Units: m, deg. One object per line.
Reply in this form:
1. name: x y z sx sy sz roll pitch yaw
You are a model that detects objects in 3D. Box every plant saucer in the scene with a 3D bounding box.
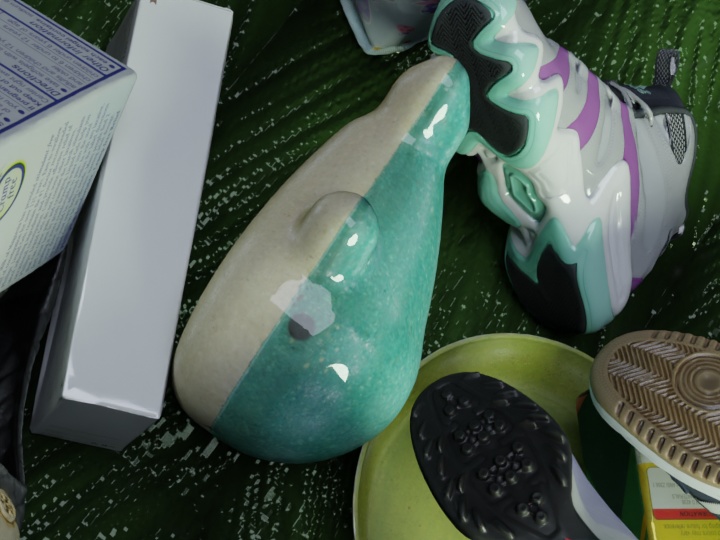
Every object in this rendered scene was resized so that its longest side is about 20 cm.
1. plant saucer: 0.079 0.131 1.024 0.199 0.031 0.202 10 67 -25

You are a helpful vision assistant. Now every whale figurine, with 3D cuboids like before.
1. whale figurine: 0.000 0.000 0.972 0.103 0.159 0.201 36 77 1

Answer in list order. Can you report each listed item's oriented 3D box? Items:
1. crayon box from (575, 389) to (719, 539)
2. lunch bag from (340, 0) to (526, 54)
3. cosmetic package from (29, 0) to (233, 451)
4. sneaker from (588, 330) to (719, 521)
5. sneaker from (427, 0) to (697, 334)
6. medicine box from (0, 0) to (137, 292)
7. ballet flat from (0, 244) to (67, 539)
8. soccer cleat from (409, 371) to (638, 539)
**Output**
1. crayon box: 0.180 0.152 1.023 0.126 0.051 0.202 4 69 -27
2. lunch bag: 0.037 -0.236 1.054 0.126 0.170 0.201 -21 81 -24
3. cosmetic package: -0.106 -0.023 0.994 0.050 0.083 0.202 13 72 -13
4. sneaker: 0.192 0.109 0.984 0.199 0.109 0.070 27 59 18
5. sneaker: 0.114 -0.083 1.062 0.140 0.077 0.201 -40 127 -28
6. medicine box: -0.226 -0.063 0.883 0.181 0.103 0.200 32 30 10
7. ballet flat: -0.160 0.048 0.926 0.056 0.067 0.201 -16 44 9
8. soccer cleat: 0.092 0.129 0.963 0.068 0.073 0.200 -36 59 -15
